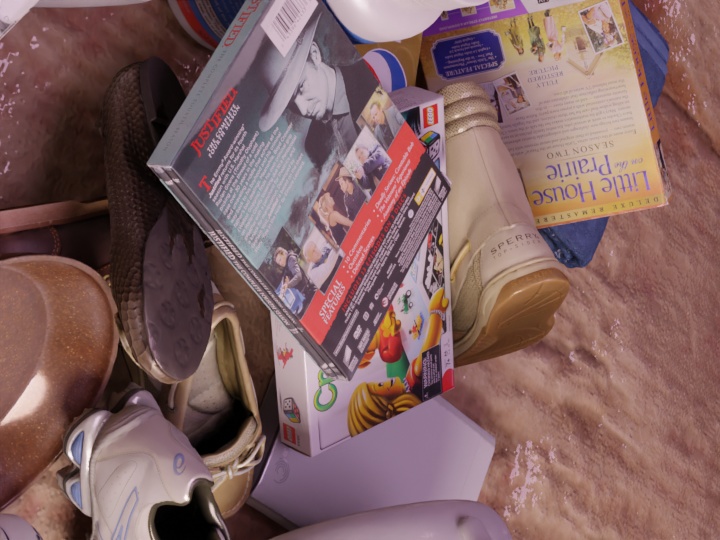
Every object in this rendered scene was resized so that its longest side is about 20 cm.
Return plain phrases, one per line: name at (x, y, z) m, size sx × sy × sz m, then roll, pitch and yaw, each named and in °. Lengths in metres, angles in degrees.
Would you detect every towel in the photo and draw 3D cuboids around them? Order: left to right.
towel at (0.162, -0.109, 1.406) m, size 0.112 × 0.048 × 0.201 m, roll 43°, pitch 61°, yaw -38°

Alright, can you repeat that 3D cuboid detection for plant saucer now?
plant saucer at (-0.212, 0.064, 0.971) m, size 0.200 × 0.037 × 0.201 m, roll -34°, pitch 148°, yaw -25°

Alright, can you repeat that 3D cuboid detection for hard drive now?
hard drive at (0.007, 0.127, 1.267) m, size 0.200 × 0.026 × 0.132 m, roll 39°, pitch 64°, yaw -41°

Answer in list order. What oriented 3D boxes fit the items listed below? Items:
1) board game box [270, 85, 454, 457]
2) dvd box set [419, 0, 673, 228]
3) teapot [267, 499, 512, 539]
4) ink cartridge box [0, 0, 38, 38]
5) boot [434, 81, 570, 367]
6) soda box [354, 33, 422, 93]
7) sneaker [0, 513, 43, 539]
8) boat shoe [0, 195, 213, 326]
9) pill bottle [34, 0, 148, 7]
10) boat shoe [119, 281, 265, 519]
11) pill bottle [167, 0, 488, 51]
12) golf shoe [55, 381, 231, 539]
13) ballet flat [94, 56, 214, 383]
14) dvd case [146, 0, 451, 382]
board game box at (0.000, 0.000, 1.174) m, size 0.126 × 0.035 × 0.201 m, roll -23°, pitch 120°, yaw -37°
dvd box set at (0.117, -0.128, 1.281) m, size 0.029 × 0.146 × 0.201 m, roll -43°, pitch 119°, yaw -64°
teapot at (0.017, 0.227, 1.142) m, size 0.200 × 0.196 × 0.147 m, roll 79°, pitch -3°, yaw -72°
ink cartridge box at (-0.211, -0.173, 0.908) m, size 0.200 × 0.084 × 0.146 m, roll -46°, pitch 103°, yaw -8°
boot at (0.070, -0.025, 1.266) m, size 0.072 × 0.200 × 0.156 m, roll -19°, pitch 75°, yaw -10°
soda box at (-0.006, -0.148, 1.215) m, size 0.068 × 0.064 × 0.201 m, roll 15°, pitch 80°, yaw -46°
sneaker at (-0.213, 0.226, 1.009) m, size 0.080 × 0.076 × 0.201 m, roll 38°, pitch 71°, yaw -74°
boat shoe at (-0.139, -0.010, 1.077) m, size 0.199 × 0.070 × 0.071 m, roll -13°, pitch 93°, yaw -37°
pill bottle at (-0.158, -0.243, 1.017) m, size 0.109 × 0.109 × 0.201 m, roll -6°, pitch 96°, yaw -46°
boat shoe at (-0.088, 0.081, 1.097) m, size 0.073 × 0.063 × 0.201 m, roll -33°, pitch 139°, yaw -30°
pill bottle at (-0.013, -0.185, 1.107) m, size 0.112 × 0.199 × 0.113 m, roll -3°, pitch 94°, yaw -47°
golf shoe at (-0.111, 0.162, 1.065) m, size 0.078 × 0.097 × 0.201 m, roll -36°, pitch 140°, yaw -30°
ballet flat at (-0.115, -0.026, 1.013) m, size 0.067 × 0.046 × 0.201 m, roll 43°, pitch 32°, yaw -52°
dvd case at (-0.027, -0.052, 1.071) m, size 0.200 × 0.022 × 0.146 m, roll 52°, pitch 57°, yaw -43°
